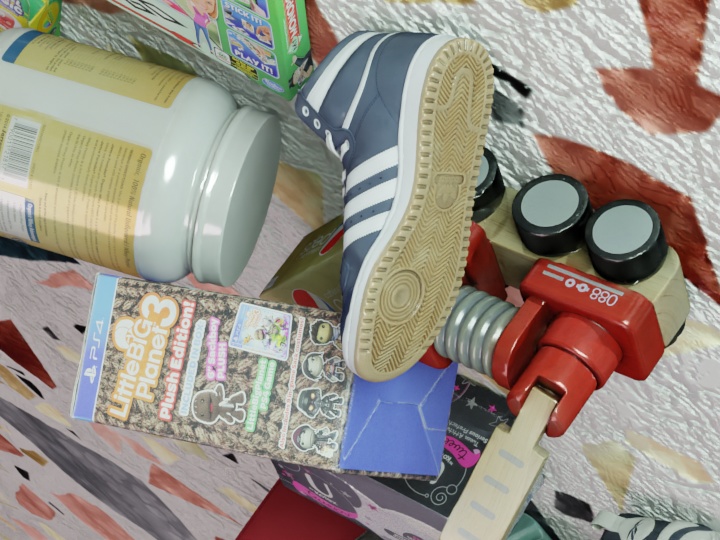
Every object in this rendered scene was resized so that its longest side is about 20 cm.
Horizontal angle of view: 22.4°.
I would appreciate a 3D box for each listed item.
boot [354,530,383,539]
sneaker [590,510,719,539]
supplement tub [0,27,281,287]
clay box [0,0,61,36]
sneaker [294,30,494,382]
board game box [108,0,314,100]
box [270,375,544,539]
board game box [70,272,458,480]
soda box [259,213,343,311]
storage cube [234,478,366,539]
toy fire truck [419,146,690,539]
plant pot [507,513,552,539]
[{"bbox_3d":[0.035,0.304,1.654,0.182,0.200,0.073,42,158,-12],"label":"boot"},{"bbox_3d":[0.233,0.256,1.422,0.129,0.080,0.199,19,152,41],"label":"sneaker"},{"bbox_3d":[-0.168,-0.074,1.240,0.200,0.145,0.145,17,155,9],"label":"supplement tub"},{"bbox_3d":[-0.277,-0.195,1.330,0.115,0.048,0.200,35,157,1],"label":"clay box"},{"bbox_3d":[0.007,-0.043,1.049,0.070,0.200,0.108,7,-170,-44],"label":"sneaker"},{"bbox_3d":[-0.122,-0.195,1.120,0.200,0.029,0.135,30,158,18],"label":"board game box"},{"bbox_3d":[0.029,0.145,1.459,0.200,0.115,0.132,25,155,28],"label":"box"},{"bbox_3d":[-0.059,0.071,1.197,0.200,0.097,0.159,8,176,28],"label":"board game box"},{"bbox_3d":[0.000,0.000,1.280,0.068,0.064,0.200,41,159,-10],"label":"soda box"},{"bbox_3d":[-0.029,0.312,1.799,0.200,0.180,0.171,30,158,14],"label":"storage cube"},{"bbox_3d":[0.079,0.053,1.078,0.176,0.200,0.129,23,154,32],"label":"toy fire truck"},{"bbox_3d":[0.141,0.328,1.581,0.200,0.200,0.196,2,131,56],"label":"plant pot"}]
